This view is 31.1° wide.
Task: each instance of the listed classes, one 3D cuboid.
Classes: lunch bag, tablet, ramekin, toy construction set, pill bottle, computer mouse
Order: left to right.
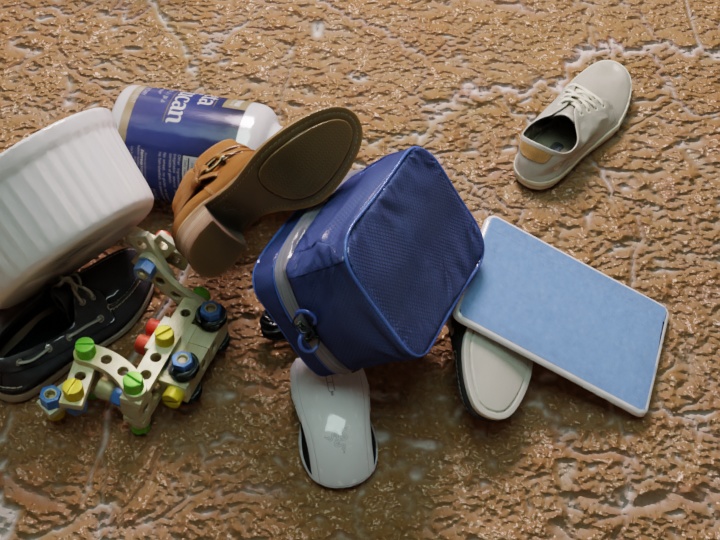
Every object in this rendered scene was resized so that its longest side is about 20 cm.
[{"bbox_3d":[-0.284,-0.051,1.171,0.200,0.200,0.098,-36,91,-24],"label":"ramekin"},{"bbox_3d":[-0.196,0.060,1.173,0.130,0.092,0.201,15,64,13],"label":"toy construction set"},{"bbox_3d":[-0.144,-0.117,1.290,0.199,0.111,0.112,10,53,8],"label":"pill bottle"},{"bbox_3d":[-0.026,0.100,1.163,0.109,0.044,0.201,-8,53,-7],"label":"computer mouse"},{"bbox_3d":[0.000,0.000,1.125,0.132,0.136,0.200,-15,27,41],"label":"lunch bag"},{"bbox_3d":[0.186,0.040,1.182,0.199,0.014,0.131,27,53,-5],"label":"tablet"}]

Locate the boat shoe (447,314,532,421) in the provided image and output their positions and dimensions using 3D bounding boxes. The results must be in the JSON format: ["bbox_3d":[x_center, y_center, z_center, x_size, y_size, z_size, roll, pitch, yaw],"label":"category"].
[{"bbox_3d":[0.111,0.055,1.187,0.074,0.060,0.201,19,52,-25],"label":"boat shoe"}]

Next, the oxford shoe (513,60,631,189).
[{"bbox_3d":[0.228,-0.163,1.355,0.075,0.058,0.200,29,56,24],"label":"oxford shoe"}]

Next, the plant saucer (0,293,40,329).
[{"bbox_3d":[-0.407,0.025,1.236,0.199,0.032,0.201,-1,51,1],"label":"plant saucer"}]

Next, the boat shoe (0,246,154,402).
[{"bbox_3d":[-0.266,0.038,1.202,0.072,0.063,0.200,33,60,23],"label":"boat shoe"}]

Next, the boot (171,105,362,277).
[{"bbox_3d":[-0.095,-0.092,1.158,0.200,0.074,0.155,-39,26,3],"label":"boot"}]
